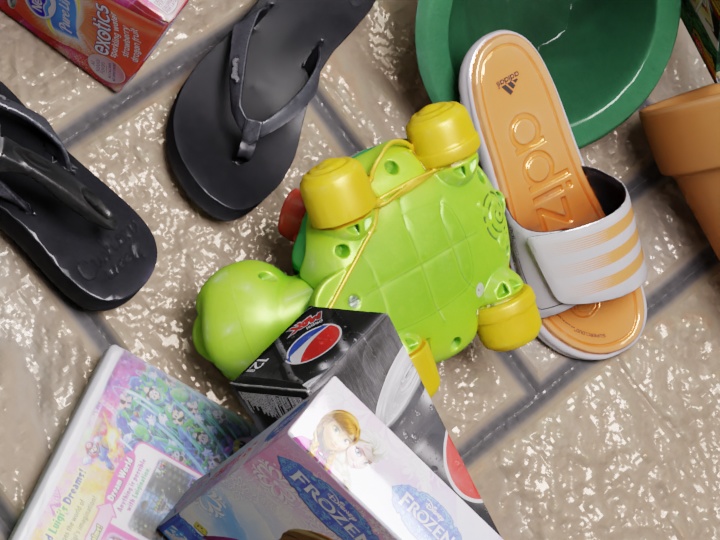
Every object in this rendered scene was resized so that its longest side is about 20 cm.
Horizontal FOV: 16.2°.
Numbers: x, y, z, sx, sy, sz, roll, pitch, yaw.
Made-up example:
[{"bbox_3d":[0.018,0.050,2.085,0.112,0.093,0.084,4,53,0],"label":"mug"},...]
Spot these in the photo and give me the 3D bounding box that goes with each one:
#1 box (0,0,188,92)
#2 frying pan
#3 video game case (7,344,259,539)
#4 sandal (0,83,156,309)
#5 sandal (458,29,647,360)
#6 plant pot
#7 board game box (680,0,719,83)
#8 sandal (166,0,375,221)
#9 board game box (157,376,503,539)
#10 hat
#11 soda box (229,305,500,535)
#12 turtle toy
[{"bbox_3d":[-0.112,-0.215,1.426,0.095,0.100,0.201,35,61,-8],"label":"box"},{"bbox_3d":[-0.206,-0.087,1.304,0.190,0.031,0.116,26,38,-54],"label":"frying pan"},{"bbox_3d":[-0.097,0.166,1.330,0.181,0.024,0.201,30,62,-10],"label":"video game case"},{"bbox_3d":[-0.190,-0.061,1.356,0.200,0.043,0.076,36,61,-7],"label":"sandal"},{"bbox_3d":[0.115,-0.038,1.446,0.079,0.059,0.208,-31,108,-21],"label":"sandal"},{"bbox_3d":[0.278,-0.056,1.497,0.199,0.200,0.141,-18,95,-28],"label":"plant pot"},{"bbox_3d":[0.183,-0.220,1.521,0.023,0.105,0.201,-22,62,-3],"label":"board game box"},{"bbox_3d":[-0.051,-0.119,1.448,0.076,0.043,0.201,31,61,-10],"label":"sandal"},{"bbox_3d":[0.011,0.160,1.251,0.200,0.199,0.041,43,61,-3],"label":"board game box"},{"bbox_3d":[0.091,-0.174,1.544,0.199,0.176,0.167,-21,113,-17],"label":"hat"},{"bbox_3d":[0.015,0.118,1.326,0.071,0.063,0.201,-44,120,-30],"label":"soda box"},{"bbox_3d":[0.000,0.000,1.390,0.199,0.101,0.147,-28,107,-28],"label":"turtle toy"}]
